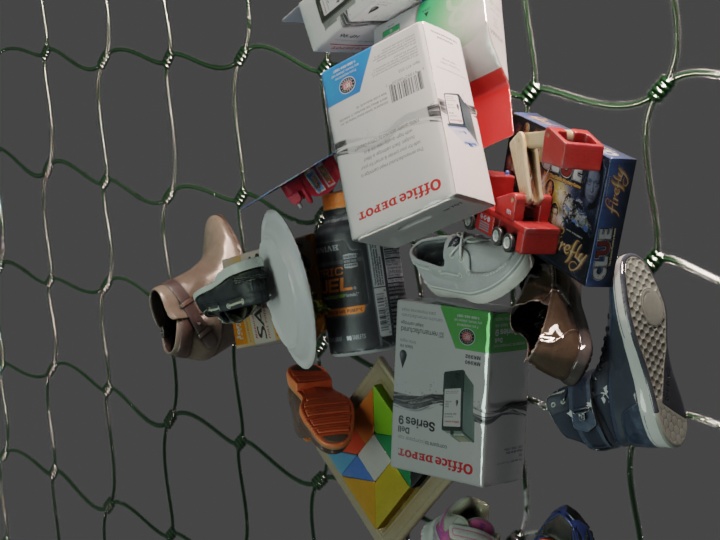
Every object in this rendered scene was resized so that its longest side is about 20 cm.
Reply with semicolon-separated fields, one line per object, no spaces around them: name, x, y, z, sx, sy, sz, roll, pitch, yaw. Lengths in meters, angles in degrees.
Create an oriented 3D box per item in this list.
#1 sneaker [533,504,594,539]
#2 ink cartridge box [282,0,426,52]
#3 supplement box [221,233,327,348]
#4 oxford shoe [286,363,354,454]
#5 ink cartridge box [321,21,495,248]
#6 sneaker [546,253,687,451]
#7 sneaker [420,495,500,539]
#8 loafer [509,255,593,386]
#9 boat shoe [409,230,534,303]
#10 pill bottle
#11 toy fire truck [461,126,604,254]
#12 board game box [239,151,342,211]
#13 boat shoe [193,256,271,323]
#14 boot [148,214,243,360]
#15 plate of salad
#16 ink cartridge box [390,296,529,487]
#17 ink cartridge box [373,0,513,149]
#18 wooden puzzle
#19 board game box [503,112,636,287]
sneaker;0.202;0.351;1.590;0.075;0.078;0.202;41;124;35
ink cartridge box;0.010;-0.316;1.676;0.199;0.115;0.069;-31;72;46
supplement box;-0.091;0.027;1.867;0.199;0.073;0.128;-15;84;48
oxford shoe;-0.051;0.194;1.823;0.200;0.070;0.074;-120;31;-64
ink cartridge box;0.050;-0.144;1.531;0.145;0.085;0.203;-21;72;34
sneaker;0.257;0.092;1.495;0.145;0.076;0.206;-12;86;46
sneaker;0.119;0.333;1.630;0.089;0.081;0.201;-58;20;25
loafer;0.196;0.038;1.504;0.201;0.070;0.074;-99;30;-58
boat shoe;0.121;-0.013;1.601;0.069;0.072;0.199;45;166;-20
pill bottle;0.000;0.000;1.740;0.105;0.105;0.203;-9;89;47
toy fire truck;0.175;-0.093;1.487;0.200;0.048;0.143;-143;58;-61
board game box;-0.057;-0.108;1.732;0.157;0.199;0.039;-28;95;41
boat shoe;-0.167;0.039;1.818;0.200;0.075;0.061;138;115;-69
boot;-0.230;0.024;1.963;0.070;0.145;0.203;-27;76;47
plate of salad;-0.082;0.021;1.747;0.200;0.047;0.203;166;90;-73
ink cartridge box;0.116;0.139;1.635;0.145;0.083;0.203;6;96;42
ink cartridge box;0.089;-0.216;1.580;0.160;0.050;0.203;-23;53;33
wooden puzzle;0.026;0.240;1.797;0.186;0.037;0.201;54;131;27
board game box;0.214;-0.080;1.503;0.200;0.034;0.138;-142;56;-60
